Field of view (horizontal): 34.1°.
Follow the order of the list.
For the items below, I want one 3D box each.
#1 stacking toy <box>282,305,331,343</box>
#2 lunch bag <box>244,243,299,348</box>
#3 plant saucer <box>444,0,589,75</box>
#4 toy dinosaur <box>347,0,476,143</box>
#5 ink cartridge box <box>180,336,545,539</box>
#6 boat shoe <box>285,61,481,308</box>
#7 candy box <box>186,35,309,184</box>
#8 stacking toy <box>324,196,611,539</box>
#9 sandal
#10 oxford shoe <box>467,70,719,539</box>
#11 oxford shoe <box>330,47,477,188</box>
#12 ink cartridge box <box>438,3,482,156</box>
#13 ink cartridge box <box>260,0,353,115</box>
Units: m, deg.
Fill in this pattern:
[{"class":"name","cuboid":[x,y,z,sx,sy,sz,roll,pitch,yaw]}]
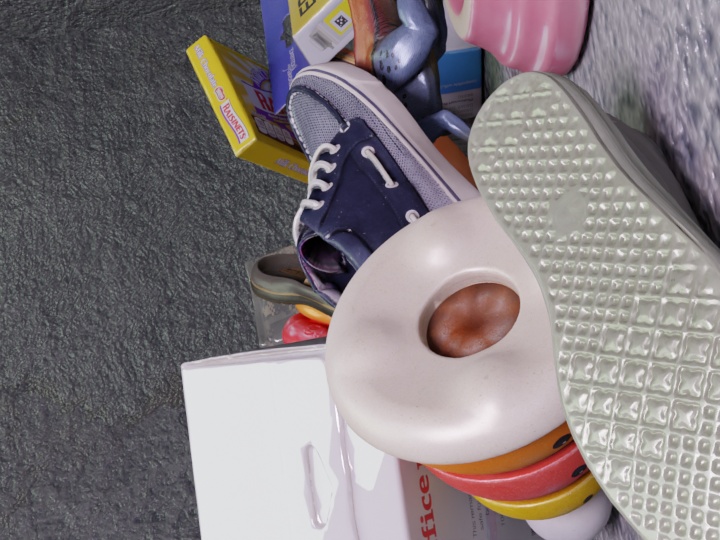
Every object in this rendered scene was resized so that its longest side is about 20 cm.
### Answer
[{"class":"stacking toy","cuboid":[0.001,-0.008,0.932,0.116,0.110,0.200,-39,-42,-75]},{"class":"lunch bag","cuboid":[0.007,0.040,1.158,0.200,0.164,0.118,47,-154,-56]},{"class":"plant saucer","cuboid":[0.062,-0.189,0.562,0.201,0.051,0.201,170,90,-90]},{"class":"toy dinosaur","cuboid":[0.030,-0.104,0.740,0.182,0.200,0.105,-68,-11,10]},{"class":"ink cartridge box","cuboid":[0.017,0.108,0.701,0.200,0.145,0.147,-5,-93,-56]},{"class":"boat shoe","cuboid":[-0.009,-0.047,0.659,0.200,0.093,0.075,46,144,37]},{"class":"candy box","cuboid":[-0.053,-0.114,0.935,0.200,0.026,0.102,16,-140,-59]},{"class":"stacking toy","cuboid":[0.084,0.072,0.581,0.146,0.146,0.200,-100,-18,-45]},{"class":"sandal","cuboid":[0.000,0.000,0.830,0.200,0.082,0.055,12,108,43]},{"class":"oxford shoe","cuboid":[0.096,0.010,0.400,0.058,0.075,0.200,23,-145,-40]},{"class":"oxford shoe","cuboid":[0.004,-0.096,0.859,0.200,0.073,0.071,46,160,32]},{"class":"ink cartridge box","cuboid":[0.055,-0.137,0.950,0.200,0.067,0.116,82,177,-51]},{"class":"ink cartridge box","cuboid":[-0.016,-0.244,0.899,0.047,0.200,0.198,38,-155,-33]}]
